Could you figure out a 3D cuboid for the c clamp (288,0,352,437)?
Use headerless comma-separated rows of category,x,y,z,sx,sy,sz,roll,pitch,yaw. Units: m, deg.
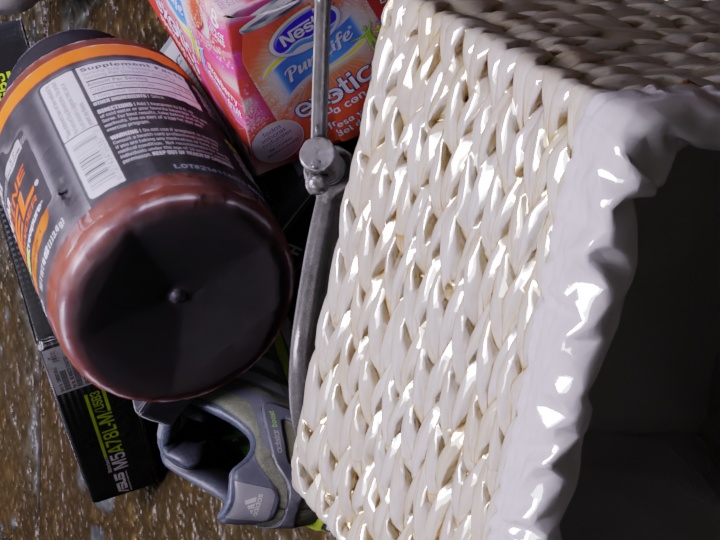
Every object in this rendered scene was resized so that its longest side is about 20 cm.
c clamp,0.000,0.000,0.932,0.200,0.027,0.171,62,-147,-68

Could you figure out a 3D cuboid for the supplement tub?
supplement tub,-0.105,-0.035,0.986,0.200,0.107,0.107,-123,42,-54

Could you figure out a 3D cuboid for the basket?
basket,0.101,0.017,0.703,0.161,0.198,0.201,41,126,52

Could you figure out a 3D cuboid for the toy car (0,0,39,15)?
toy car,-0.219,-0.234,1.202,0.200,0.150,0.176,-3,89,58

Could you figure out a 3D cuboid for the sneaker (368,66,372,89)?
sneaker,0.053,-0.003,0.897,0.087,0.076,0.201,14,122,28

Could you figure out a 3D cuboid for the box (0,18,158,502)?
box,-0.163,-0.001,1.192,0.200,0.047,0.194,87,162,-62

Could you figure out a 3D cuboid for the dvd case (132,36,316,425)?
dvd case,-0.075,-0.045,1.071,0.150,0.025,0.200,-51,34,26

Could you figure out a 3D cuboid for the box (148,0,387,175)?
box,-0.050,-0.152,1.003,0.100,0.095,0.200,79,164,-48

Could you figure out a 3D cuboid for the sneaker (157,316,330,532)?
sneaker,-0.068,0.059,1.084,0.200,0.081,0.074,43,126,49
